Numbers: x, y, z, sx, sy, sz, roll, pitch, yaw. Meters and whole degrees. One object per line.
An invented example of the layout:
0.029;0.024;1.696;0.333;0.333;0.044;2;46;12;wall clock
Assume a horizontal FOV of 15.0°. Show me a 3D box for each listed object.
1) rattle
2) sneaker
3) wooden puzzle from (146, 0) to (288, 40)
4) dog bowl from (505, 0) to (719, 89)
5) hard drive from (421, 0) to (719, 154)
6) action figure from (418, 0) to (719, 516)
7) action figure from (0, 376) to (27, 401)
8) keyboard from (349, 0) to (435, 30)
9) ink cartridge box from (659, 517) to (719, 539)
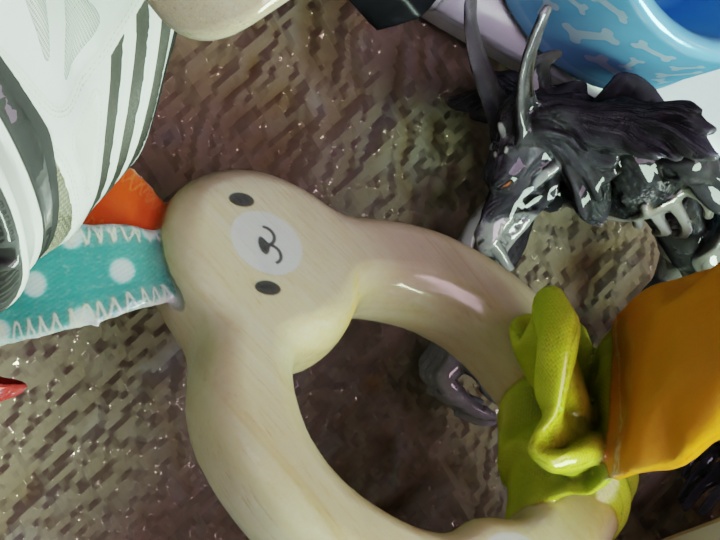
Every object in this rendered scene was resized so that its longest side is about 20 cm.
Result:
0.000;0.000;0.707;0.200;0.143;0.130;41;62;0;rattle
-0.110;-0.099;0.685;0.115;0.076;0.201;-48;126;-49;sneaker
-0.010;-0.181;0.653;0.200;0.037;0.185;-36;93;-13;wooden puzzle
0.120;-0.145;0.830;0.111;0.050;0.200;42;73;-29;dog bowl
0.104;-0.107;0.869;0.200;0.027;0.132;27;82;-32;hard drive
0.082;0.008;0.821;0.200;0.119;0.102;44;68;-34;action figure
-0.096;0.128;0.748;0.099;0.065;0.200;7;93;-24;action figure
-0.025;-0.141;0.718;0.200;0.040;0.104;44;55;-35;keyboard
0.064;0.175;0.762;0.200;0.075;0.165;-22;99;9;ink cartridge box
